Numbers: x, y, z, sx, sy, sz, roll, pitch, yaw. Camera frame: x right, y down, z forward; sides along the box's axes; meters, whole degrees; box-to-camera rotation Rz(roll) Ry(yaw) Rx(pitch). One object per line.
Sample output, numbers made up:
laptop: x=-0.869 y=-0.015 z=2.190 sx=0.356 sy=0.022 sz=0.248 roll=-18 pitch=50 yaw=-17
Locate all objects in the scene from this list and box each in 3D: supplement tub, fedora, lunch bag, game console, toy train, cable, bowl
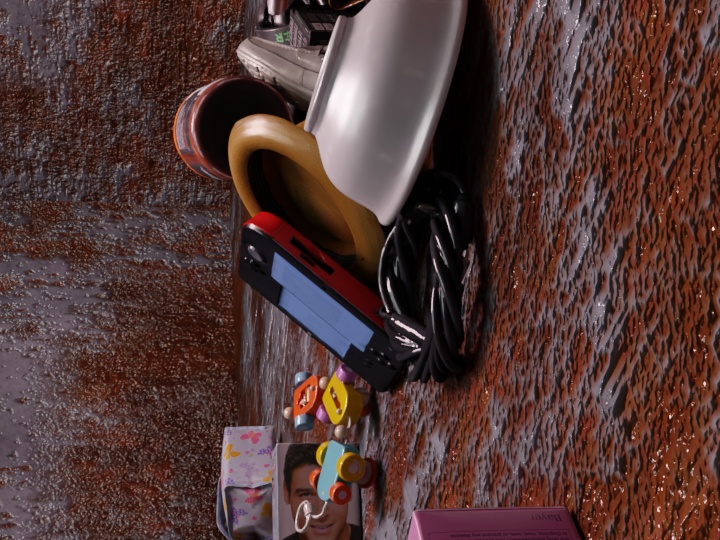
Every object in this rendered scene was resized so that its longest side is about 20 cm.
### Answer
supplement tub: x=-0.141 y=-0.147 z=1.182 sx=0.200 sy=0.106 sz=0.108 roll=-161 pitch=72 yaw=-72
fedora: x=-0.033 y=-0.076 z=1.054 sx=0.082 sy=0.200 sz=0.201 roll=-46 pitch=-14 yaw=-30
lunch bag: x=-0.213 y=0.426 z=2.143 sx=0.170 sy=0.126 sz=0.201 roll=-100 pitch=8 yaw=-55
game console: x=-0.038 y=0.036 z=1.089 sx=0.031 sy=0.200 sz=0.177 roll=-48 pitch=-6 yaw=-23
toy train: x=-0.030 y=0.190 z=1.260 sx=0.150 sy=0.055 sz=0.201 roll=-49 pitch=35 yaw=43
cable: x=0.056 y=0.012 z=0.916 sx=0.200 sy=0.051 sz=0.164 roll=133 pitch=132 yaw=-71
bowl: x=0.011 y=-0.144 z=0.898 sx=0.201 sy=0.090 sz=0.202 roll=-163 pitch=90 yaw=-84

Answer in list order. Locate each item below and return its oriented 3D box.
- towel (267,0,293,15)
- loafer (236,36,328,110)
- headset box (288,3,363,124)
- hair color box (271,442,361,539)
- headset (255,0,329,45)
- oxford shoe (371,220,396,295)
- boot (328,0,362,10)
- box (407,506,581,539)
towel: x=-0.083 y=-0.391 z=1.302 sx=0.200 sy=0.030 sz=0.147 roll=-72 pitch=-13 yaw=-62
loafer: x=-0.037 y=-0.193 z=1.110 sx=0.070 sy=0.200 sz=0.070 roll=-57 pitch=-26 yaw=-9
headset box: x=-0.030 y=-0.183 z=1.254 sx=0.174 sy=0.092 sz=0.201 roll=-114 pitch=27 yaw=-66
hair color box: x=-0.052 y=0.307 z=1.317 sx=0.061 sy=0.098 sz=0.201 roll=117 pitch=152 yaw=-69
headset: x=-0.059 y=-0.307 z=1.402 sx=0.200 sy=0.123 sz=0.094 roll=-77 pitch=-28 yaw=-63
oxford shoe: x=0.000 y=0.000 z=1.149 sx=0.071 sy=0.071 sz=0.201 roll=-121 pitch=34 yaw=-61
boot: x=-0.020 y=-0.370 z=1.262 sx=0.200 sy=0.073 sz=0.156 roll=173 pitch=99 yaw=-79
box: x=0.079 y=0.261 z=0.600 sx=0.200 sy=0.096 sz=0.177 roll=-106 pitch=20 yaw=-57
